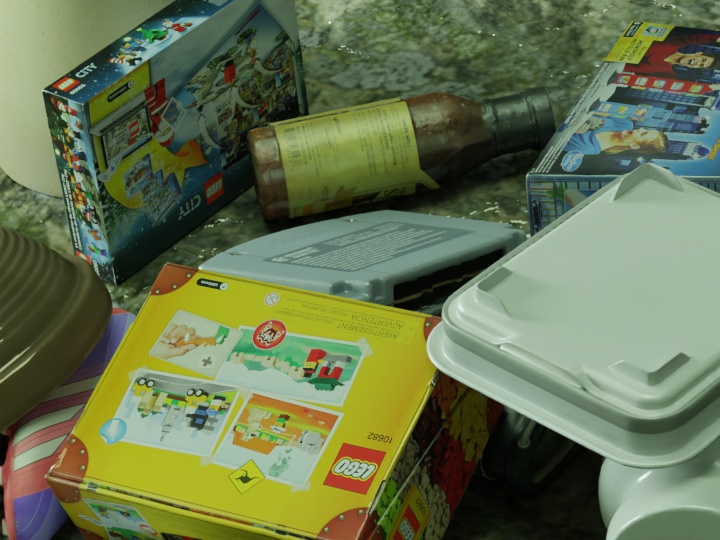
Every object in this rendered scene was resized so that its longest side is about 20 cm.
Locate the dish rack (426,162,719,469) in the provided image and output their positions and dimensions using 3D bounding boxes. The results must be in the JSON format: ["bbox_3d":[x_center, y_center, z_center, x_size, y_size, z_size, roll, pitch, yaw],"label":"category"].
[{"bbox_3d":[0.149,0.012,1.366,0.171,0.044,0.200,27,46,35],"label":"dish rack"}]

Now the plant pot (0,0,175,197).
[{"bbox_3d":[-0.173,-0.183,1.789,0.186,0.201,0.188,-5,34,3],"label":"plant pot"}]

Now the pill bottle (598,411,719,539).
[{"bbox_3d":[0.185,0.096,1.383,0.116,0.117,0.200,2,36,14],"label":"pill bottle"}]

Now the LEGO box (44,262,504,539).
[{"bbox_3d":[-0.045,0.091,1.430,0.199,0.077,0.149,11,58,29],"label":"LEGO box"}]

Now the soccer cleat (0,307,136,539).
[{"bbox_3d":[-0.156,0.086,1.519,0.076,0.067,0.200,3,33,7],"label":"soccer cleat"}]

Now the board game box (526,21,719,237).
[{"bbox_3d":[0.232,-0.074,1.669,0.199,0.062,0.200,10,38,23],"label":"board game box"}]

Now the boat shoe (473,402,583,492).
[{"bbox_3d":[0.132,0.054,1.499,0.060,0.076,0.200,23,58,37],"label":"boat shoe"}]

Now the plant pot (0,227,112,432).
[{"bbox_3d":[-0.249,0.032,1.526,0.200,0.093,0.201,-26,22,11],"label":"plant pot"}]

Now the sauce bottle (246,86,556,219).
[{"bbox_3d":[0.027,-0.080,1.718,0.199,0.066,0.066,-11,34,-3],"label":"sauce bottle"}]

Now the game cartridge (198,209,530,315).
[{"bbox_3d":[0.000,0.000,1.570,0.133,0.041,0.200,12,17,33],"label":"game cartridge"}]

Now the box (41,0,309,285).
[{"bbox_3d":[-0.114,-0.100,1.712,0.038,0.137,0.200,21,44,33],"label":"box"}]
